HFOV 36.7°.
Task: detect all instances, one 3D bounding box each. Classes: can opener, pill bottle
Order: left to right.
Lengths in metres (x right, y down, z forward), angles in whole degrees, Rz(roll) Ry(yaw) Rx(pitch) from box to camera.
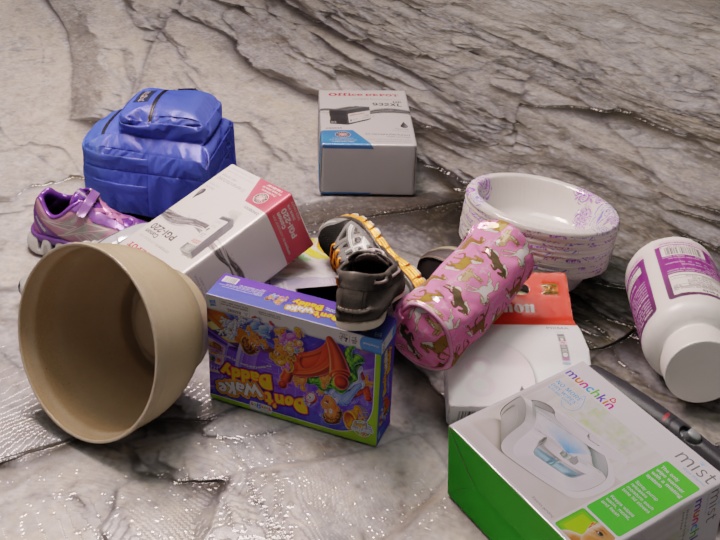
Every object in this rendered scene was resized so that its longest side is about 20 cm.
[{"bbox_3d":[0.300,0.164,1.086,0.078,0.064,0.200,-25,59,-40],"label":"can opener"},{"bbox_3d":[0.373,0.057,1.249,0.110,0.114,0.201,4,33,2],"label":"pill bottle"}]

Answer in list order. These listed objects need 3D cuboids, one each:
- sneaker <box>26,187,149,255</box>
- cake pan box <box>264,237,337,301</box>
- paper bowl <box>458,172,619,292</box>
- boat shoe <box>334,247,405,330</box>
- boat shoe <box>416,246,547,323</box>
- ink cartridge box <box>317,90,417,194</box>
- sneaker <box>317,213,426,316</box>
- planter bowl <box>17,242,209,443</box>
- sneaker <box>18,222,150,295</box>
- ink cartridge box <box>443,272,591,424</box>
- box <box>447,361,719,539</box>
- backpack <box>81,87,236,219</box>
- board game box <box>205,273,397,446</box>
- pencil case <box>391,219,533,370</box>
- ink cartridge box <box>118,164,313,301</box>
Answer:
[{"bbox_3d":[-0.342,-0.061,1.410,0.196,0.090,0.081,9,31,8],"label":"sneaker"},{"bbox_3d":[-0.044,0.029,1.323,0.181,0.053,0.201,-6,34,-9],"label":"cake pan box"},{"bbox_3d":[0.222,-0.042,1.384,0.197,0.106,0.201,9,25,-4],"label":"paper bowl"},{"bbox_3d":[0.011,0.005,1.108,0.066,0.058,0.200,2,16,7],"label":"boat shoe"},{"bbox_3d":[0.134,0.033,1.307,0.073,0.076,0.199,-24,39,-36],"label":"boat shoe"},{"bbox_3d":[0.006,-0.199,1.653,0.142,0.085,0.201,0,32,-3],"label":"ink cartridge box"},{"bbox_3d":[0.000,0.000,1.259,0.076,0.079,0.200,-25,40,-23],"label":"sneaker"},{"bbox_3d":[-0.241,0.064,1.138,0.198,0.204,0.134,22,19,28],"label":"planter bowl"},{"bbox_3d":[-0.329,-0.013,1.337,0.198,0.074,0.071,-28,45,-29],"label":"sneaker"},{"bbox_3d":[0.168,0.074,1.204,0.159,0.057,0.203,1,59,-2],"label":"ink cartridge box"},{"bbox_3d":[0.207,0.204,1.017,0.174,0.098,0.200,-20,38,-24],"label":"box"},{"bbox_3d":[-0.284,-0.165,1.509,0.196,0.171,0.163,3,25,9],"label":"backpack"},{"bbox_3d":[-0.064,0.093,1.140,0.197,0.136,0.045,13,33,18],"label":"board game box"},{"bbox_3d":[0.112,0.024,1.179,0.085,0.084,0.200,12,38,32],"label":"pencil case"},{"bbox_3d":[-0.181,-0.026,1.306,0.199,0.086,0.145,-39,39,-21],"label":"ink cartridge box"}]
